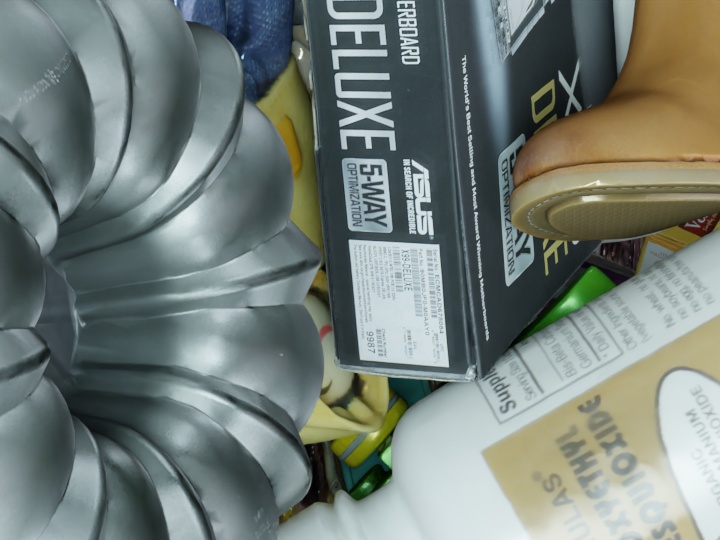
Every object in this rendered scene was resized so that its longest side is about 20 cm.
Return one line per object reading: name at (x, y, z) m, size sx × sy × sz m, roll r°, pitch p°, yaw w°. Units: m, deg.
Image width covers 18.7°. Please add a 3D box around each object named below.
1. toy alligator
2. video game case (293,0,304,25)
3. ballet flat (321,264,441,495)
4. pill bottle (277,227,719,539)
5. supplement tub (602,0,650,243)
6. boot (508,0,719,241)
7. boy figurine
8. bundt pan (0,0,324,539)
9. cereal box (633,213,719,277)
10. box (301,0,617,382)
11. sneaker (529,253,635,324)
toy alligator at (0.016, 0.074, 0.762) m, size 0.200 × 0.059 × 0.054 m, roll -48°, pitch 179°, yaw 5°
video game case at (-0.005, -0.183, 0.766) m, size 0.200 × 0.022 × 0.182 m, roll 71°, pitch 33°, yaw -47°
ballet flat at (0.000, 0.000, 0.791) m, size 0.062 × 0.067 × 0.200 m, roll -102°, pitch -171°, yaw -63°
pill bottle at (0.071, 0.075, 0.675) m, size 0.114 × 0.200 × 0.114 m, roll 60°, pitch 1°, yaw -2°
supplement tub at (0.101, -0.108, 0.866) m, size 0.200 × 0.140 × 0.141 m, roll -61°, pitch 149°, yaw -62°
boot at (0.107, -0.097, 0.695) m, size 0.200 × 0.077 × 0.155 m, roll -16°, pitch 88°, yaw -33°
boy figurine at (-0.035, -0.028, 0.676) m, size 0.124 × 0.064 × 0.200 m, roll -50°, pitch 137°, yaw -58°
bundt pan at (-0.075, 0.012, 0.517) m, size 0.202 × 0.076 × 0.202 m, roll 15°, pitch 72°, yaw -57°
cereal box at (0.146, 0.024, 0.946) m, size 0.144 × 0.039 × 0.200 m, roll -50°, pitch 158°, yaw -42°
box at (0.034, -0.086, 0.688) m, size 0.158 × 0.050 × 0.200 m, roll -40°, pitch 128°, yaw -59°
sneaker at (0.089, 0.042, 1.001) m, size 0.200 × 0.075 × 0.100 m, roll -14°, pitch 125°, yaw -69°
